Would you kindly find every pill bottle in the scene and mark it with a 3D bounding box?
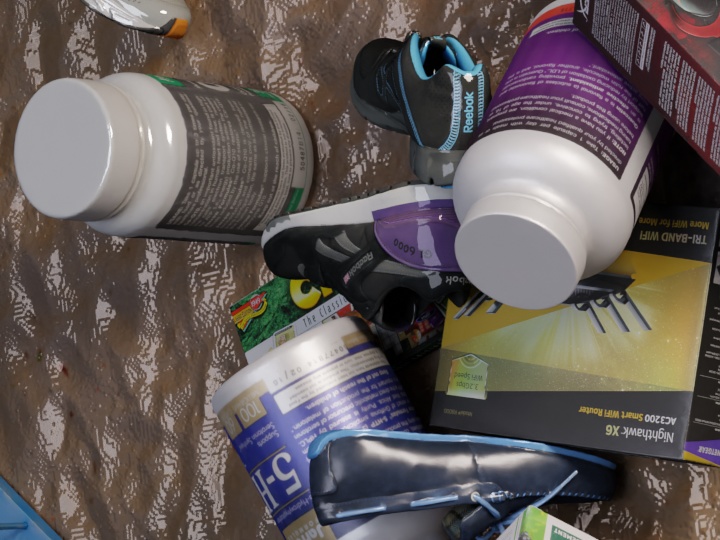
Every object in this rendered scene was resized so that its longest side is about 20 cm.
[{"bbox_3d":[-0.003,0.143,1.734,0.120,0.120,0.200,-36,79,32],"label":"pill bottle"},{"bbox_3d":[0.125,-0.072,1.589,0.112,0.200,0.113,15,138,15],"label":"pill bottle"},{"bbox_3d":[-0.135,-0.077,1.807,0.113,0.200,0.113,-2,87,39],"label":"pill bottle"}]

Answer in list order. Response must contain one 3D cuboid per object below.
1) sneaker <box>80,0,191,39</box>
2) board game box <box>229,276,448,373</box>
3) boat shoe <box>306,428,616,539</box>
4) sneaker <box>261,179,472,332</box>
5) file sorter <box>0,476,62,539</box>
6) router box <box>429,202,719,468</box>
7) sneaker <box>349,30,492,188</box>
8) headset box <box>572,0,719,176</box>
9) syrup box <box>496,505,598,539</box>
[{"bbox_3d":[-0.183,-0.253,1.938,0.200,0.076,0.092,47,112,29],"label":"sneaker"},{"bbox_3d":[-0.003,0.029,1.810,0.200,0.023,0.105,-33,66,34],"label":"board game box"},{"bbox_3d":[0.063,0.142,1.660,0.084,0.200,0.069,124,149,-77],"label":"boat shoe"},{"bbox_3d":[0.000,0.000,1.726,0.200,0.076,0.088,-15,74,52],"label":"sneaker"},{"bbox_3d":[-0.343,0.222,2.015,0.200,0.123,0.139,40,112,34],"label":"file sorter"},{"bbox_3d":[0.146,0.035,1.657,0.200,0.052,0.158,4,84,39],"label":"router box"},{"bbox_3d":[0.047,-0.123,1.703,0.200,0.073,0.082,-131,38,-60],"label":"sneaker"},{"bbox_3d":[0.243,-0.138,1.529,0.200,0.149,0.075,51,159,29],"label":"headset box"},{"bbox_3d":[0.101,0.249,1.559,0.081,0.079,0.200,-52,16,41],"label":"syrup box"}]
